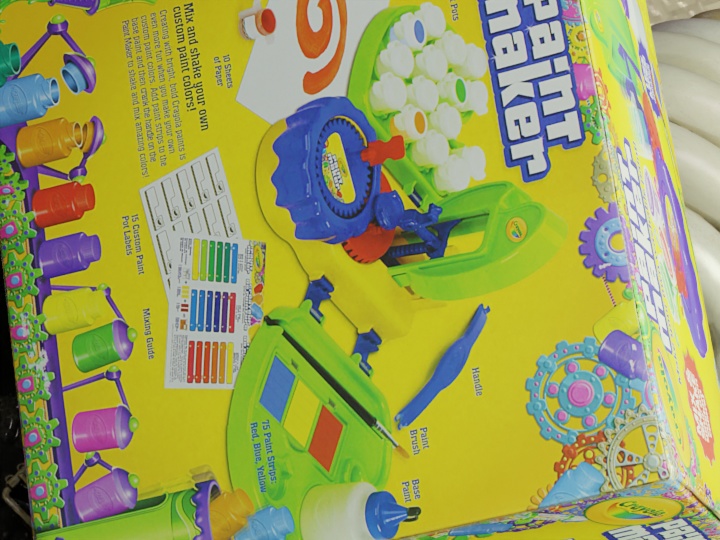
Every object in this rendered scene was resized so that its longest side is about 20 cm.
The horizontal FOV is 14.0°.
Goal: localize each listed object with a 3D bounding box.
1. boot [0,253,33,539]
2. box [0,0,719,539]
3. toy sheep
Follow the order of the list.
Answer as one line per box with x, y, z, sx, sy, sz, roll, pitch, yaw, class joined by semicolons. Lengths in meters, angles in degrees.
-0.132;0.055;0.982;0.158;0.079;0.211;-36;80;-30;boot
0.000;0.000;0.897;0.192;0.122;0.201;-13;71;15;box
0.100;-0.018;1.010;0.137;0.138;0.200;32;56;-1;toy sheep
